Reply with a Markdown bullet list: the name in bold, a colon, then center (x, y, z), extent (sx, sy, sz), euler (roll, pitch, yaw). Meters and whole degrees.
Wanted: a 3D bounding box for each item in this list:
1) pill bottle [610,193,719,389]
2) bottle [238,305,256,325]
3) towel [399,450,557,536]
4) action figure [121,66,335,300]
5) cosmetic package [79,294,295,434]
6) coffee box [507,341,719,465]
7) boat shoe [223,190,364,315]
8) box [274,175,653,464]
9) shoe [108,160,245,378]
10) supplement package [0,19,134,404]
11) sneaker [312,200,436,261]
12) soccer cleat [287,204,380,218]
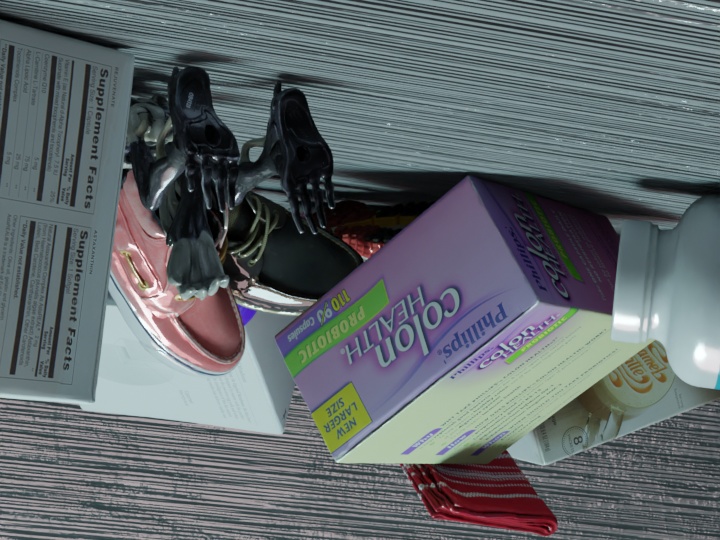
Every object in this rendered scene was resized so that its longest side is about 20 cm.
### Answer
- **pill bottle**: center (0.243, 0.016, 0.988), extent (0.198, 0.112, 0.111), euler (7, 177, 9)
- **bottle**: center (-0.160, -0.024, 1.294), extent (0.199, 0.066, 0.084), euler (29, -169, -34)
- **towel**: center (0.057, 0.110, 1.282), extent (0.144, 0.023, 0.201), euler (18, -149, -48)
- **action figure**: center (-0.106, -0.040, 0.825), extent (0.118, 0.103, 0.199), euler (5, 176, -38)
- **cosmetic package**: center (-0.164, 0.036, 1.544), extent (0.198, 0.124, 0.200), euler (7, 148, 14)
- **coffee box**: center (0.199, 0.065, 1.386), extent (0.198, 0.116, 0.080), euler (-18, -173, -20)
- **boat shoe**: center (-0.091, -0.022, 1.207), extent (0.198, 0.075, 0.073), euler (18, 169, -4)
- **box**: center (0.077, 0.040, 1.153), extent (0.176, 0.097, 0.199), euler (-39, 156, 24)
- **shoe**: center (-0.115, -0.004, 1.126), extent (0.090, 0.072, 0.201), euler (0, 135, 44)
- **supplement package**: center (-0.222, -0.032, 0.718), extent (0.151, 0.152, 0.199), euler (3, 176, 45)
- **sneaker**: center (0.000, 0.000, 1.298), extent (0.078, 0.083, 0.199), euler (-34, -156, -33)
- **soccer cleat**: center (0.020, -0.018, 1.385), extent (0.199, 0.087, 0.070), euler (34, -171, 37)
